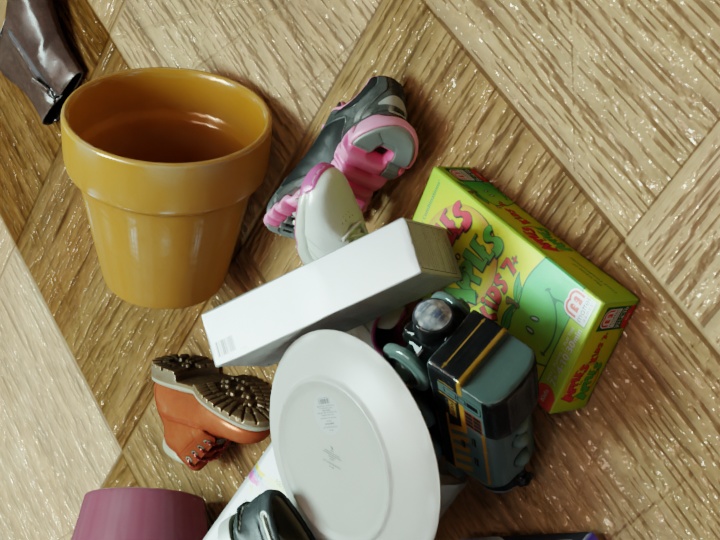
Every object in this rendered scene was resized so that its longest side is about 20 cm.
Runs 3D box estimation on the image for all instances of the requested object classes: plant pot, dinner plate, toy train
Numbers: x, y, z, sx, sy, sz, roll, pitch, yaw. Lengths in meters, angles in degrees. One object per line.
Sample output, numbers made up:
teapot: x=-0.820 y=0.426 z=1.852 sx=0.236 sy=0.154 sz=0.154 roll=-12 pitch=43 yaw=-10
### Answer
plant pot: x=-0.189 y=-0.072 z=1.274 sx=0.200 sy=0.199 sz=0.185 roll=38 pitch=134 yaw=38
dinner plate: x=-0.015 y=0.146 z=1.012 sx=0.199 sy=0.024 sz=0.203 roll=16 pitch=112 yaw=45
plant pot: x=-0.228 y=0.323 z=1.336 sx=0.199 sy=0.199 sz=0.181 roll=-19 pitch=63 yaw=45
toy train: x=0.083 y=0.101 z=1.005 sx=0.113 sy=0.085 sz=0.201 roll=34 pitch=155 yaw=29

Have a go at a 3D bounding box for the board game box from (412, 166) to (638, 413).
board game box: x=0.117 y=0.011 z=1.039 sx=0.200 sy=0.047 sz=0.102 roll=42 pitch=122 yaw=37

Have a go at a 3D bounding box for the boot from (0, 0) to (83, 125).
boot: x=-0.369 y=-0.295 z=1.542 sx=0.167 sy=0.072 sz=0.200 roll=51 pitch=126 yaw=17

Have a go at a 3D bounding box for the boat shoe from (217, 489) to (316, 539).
boat shoe: x=-0.037 y=0.267 z=1.025 sx=0.060 sy=0.076 sz=0.201 roll=-39 pitch=85 yaw=23

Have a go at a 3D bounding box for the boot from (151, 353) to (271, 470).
boot: x=-0.146 y=0.157 z=1.317 sx=0.199 sy=0.074 sz=0.109 roll=15 pitch=107 yaw=54

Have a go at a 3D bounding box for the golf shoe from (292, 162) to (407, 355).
golf shoe: x=0.000 y=0.000 z=1.125 sx=0.091 sy=0.075 sz=0.202 roll=12 pitch=129 yaw=34

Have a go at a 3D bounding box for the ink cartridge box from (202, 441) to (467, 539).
ink cartridge box: x=-0.025 y=0.212 z=1.120 sx=0.144 sy=0.084 sz=0.201 roll=40 pitch=101 yaw=25

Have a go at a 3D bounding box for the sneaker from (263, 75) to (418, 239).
sneaker: x=-0.019 y=-0.101 z=1.174 sx=0.200 sy=0.078 sz=0.096 roll=-38 pitch=44 yaw=40

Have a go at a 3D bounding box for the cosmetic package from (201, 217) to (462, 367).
cosmetic package: x=-0.025 y=0.021 z=1.051 sx=0.198 sy=0.082 sz=0.051 roll=-25 pitch=73 yaw=23

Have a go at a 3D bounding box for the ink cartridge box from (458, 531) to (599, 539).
ink cartridge box: x=0.100 y=0.268 z=0.971 sx=0.199 sy=0.198 sz=0.044 roll=-15 pitch=107 yaw=46
